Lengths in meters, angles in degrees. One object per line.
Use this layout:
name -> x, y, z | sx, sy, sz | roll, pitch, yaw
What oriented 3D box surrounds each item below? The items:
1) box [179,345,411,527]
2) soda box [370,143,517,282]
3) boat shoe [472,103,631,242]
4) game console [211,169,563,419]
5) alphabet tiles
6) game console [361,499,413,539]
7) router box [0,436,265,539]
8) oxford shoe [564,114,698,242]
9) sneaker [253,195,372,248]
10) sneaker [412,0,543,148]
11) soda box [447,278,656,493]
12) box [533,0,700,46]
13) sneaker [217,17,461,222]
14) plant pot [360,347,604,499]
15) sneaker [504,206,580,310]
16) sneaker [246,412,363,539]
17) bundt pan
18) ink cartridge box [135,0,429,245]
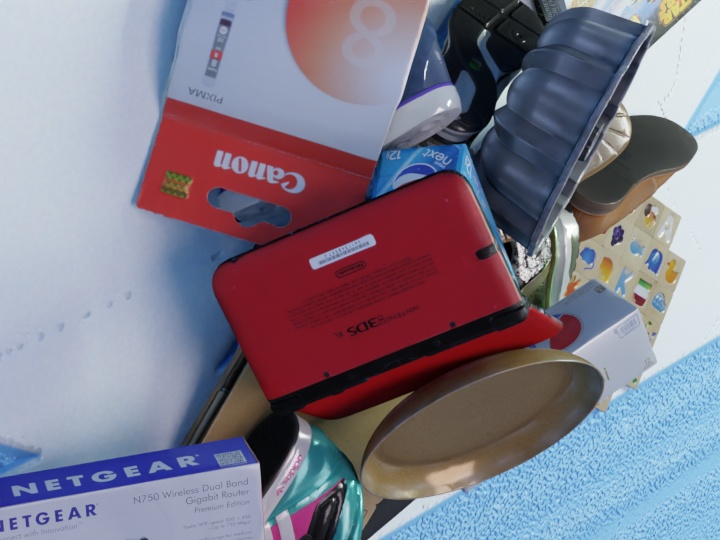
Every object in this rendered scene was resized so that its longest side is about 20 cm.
box -> -0.033, 0.114, 1.544 | 0.200, 0.021, 0.164 | 21, 104, -42
soda box -> 0.068, -0.003, 1.488 | 0.200, 0.067, 0.064 | 65, 28, -47
boat shoe -> 0.137, -0.079, 1.663 | 0.200, 0.063, 0.074 | -31, 104, -24
game console -> 0.022, 0.023, 1.440 | 0.173, 0.199, 0.119 | 64, 16, -14
alphabet tiles -> 0.235, 0.025, 1.853 | 0.166, 0.006, 0.201 | 28, 83, -47
game console -> 0.015, 0.112, 1.633 | 0.177, 0.031, 0.201 | -40, 128, -31
router box -> -0.166, 0.222, 1.405 | 0.199, 0.049, 0.180 | -9, 112, -15
oxford shoe -> 0.230, -0.082, 1.779 | 0.200, 0.071, 0.071 | -31, 153, -44
sneaker -> 0.000, 0.000, 1.556 | 0.199, 0.077, 0.086 | -14, 125, -30
sneaker -> 0.074, -0.139, 1.599 | 0.115, 0.075, 0.201 | -56, -179, 43
soda box -> 0.141, 0.092, 1.647 | 0.200, 0.068, 0.064 | -32, 125, -12
box -> 0.228, -0.257, 1.728 | 0.200, 0.040, 0.137 | -42, 128, -29
sneaker -> -0.038, -0.138, 1.476 | 0.199, 0.147, 0.081 | -27, 169, 3
plant pot -> 0.089, 0.113, 1.519 | 0.199, 0.028, 0.200 | -19, 152, -10
sneaker -> 0.125, 0.037, 1.706 | 0.088, 0.077, 0.201 | 0, 97, -34
sneaker -> -0.067, 0.210, 1.516 | 0.121, 0.084, 0.200 | 31, 99, -34
bundt pan -> 0.147, -0.115, 1.536 | 0.202, 0.076, 0.202 | -60, 173, -11
ink cartridge box -> -0.057, -0.119, 1.402 | 0.161, 0.050, 0.201 | 17, 87, -4
